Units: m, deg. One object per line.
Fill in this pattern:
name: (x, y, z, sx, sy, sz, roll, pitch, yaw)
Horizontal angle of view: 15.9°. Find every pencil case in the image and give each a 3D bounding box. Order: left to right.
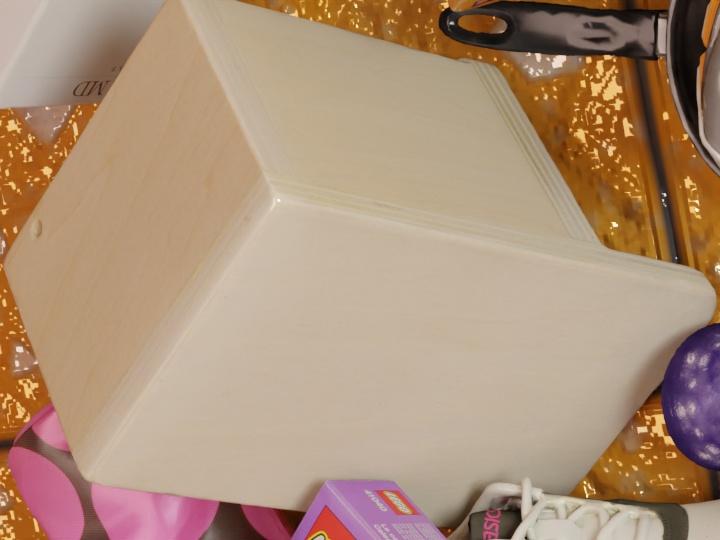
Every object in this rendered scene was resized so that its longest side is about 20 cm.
pencil case: (-0.051, 0.123, 0.975, 0.093, 0.091, 0.201, -33, 80, 0)

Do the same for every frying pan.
frying pan: (0.124, -0.063, 0.857, 0.189, 0.031, 0.116, -18, 89, 34)

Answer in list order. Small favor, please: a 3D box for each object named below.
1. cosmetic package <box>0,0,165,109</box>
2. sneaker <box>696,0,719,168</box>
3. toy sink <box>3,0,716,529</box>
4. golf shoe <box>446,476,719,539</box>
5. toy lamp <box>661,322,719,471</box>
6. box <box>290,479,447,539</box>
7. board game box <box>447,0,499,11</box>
cosmetic package: (-0.076, -0.160, 0.908, 0.085, 0.107, 0.201, 46, 121, 25)
sneaker: (0.178, -0.098, 0.751, 0.078, 0.077, 0.200, 37, 103, -30)
toy sink: (0.000, 0.000, 0.889, 0.131, 0.199, 0.112, -54, 44, 30)
golf shoe: (0.082, 0.110, 0.879, 0.199, 0.077, 0.088, -26, 115, 26)
toy lamp: (0.159, 0.047, 0.786, 0.200, 0.058, 0.059, 3, 106, 68)
box: (0.025, 0.184, 0.840, 0.200, 0.039, 0.137, 45, 116, 35)
board game box: (0.038, -0.188, 0.831, 0.201, 0.095, 0.030, 68, 154, 11)
